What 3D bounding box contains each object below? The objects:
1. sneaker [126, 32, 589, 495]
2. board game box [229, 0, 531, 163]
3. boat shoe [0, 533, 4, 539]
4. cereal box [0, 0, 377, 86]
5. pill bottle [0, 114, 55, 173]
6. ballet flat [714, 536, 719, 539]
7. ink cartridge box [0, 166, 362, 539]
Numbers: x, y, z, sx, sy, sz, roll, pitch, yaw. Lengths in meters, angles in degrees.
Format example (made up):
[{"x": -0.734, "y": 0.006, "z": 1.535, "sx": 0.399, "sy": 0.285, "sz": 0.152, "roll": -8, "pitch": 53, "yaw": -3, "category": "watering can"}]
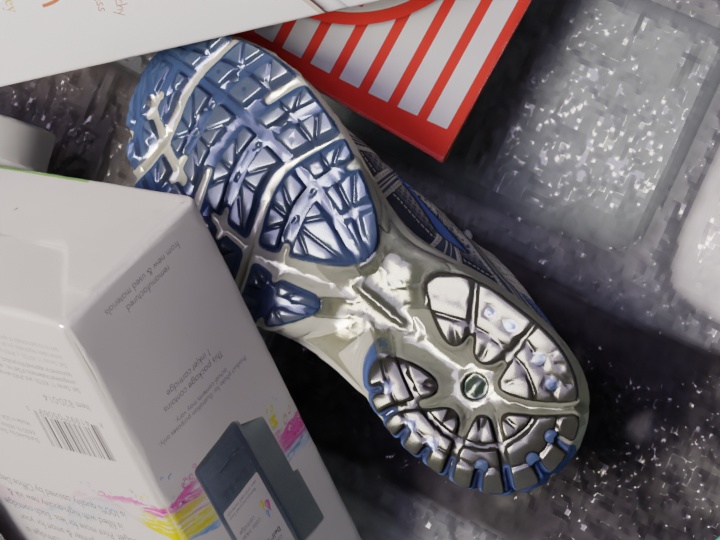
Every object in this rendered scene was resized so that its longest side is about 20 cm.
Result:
[{"x": 0.000, "y": 0.000, "z": 0.892, "sx": 0.077, "sy": 0.085, "sz": 0.200, "roll": -46, "pitch": 75, "yaw": 11, "category": "sneaker"}, {"x": 0.013, "y": -0.161, "z": 0.911, "sx": 0.151, "sy": 0.046, "sz": 0.201, "roll": 28, "pitch": 97, "yaw": 1, "category": "board game box"}, {"x": -0.137, "y": 0.119, "z": 0.922, "sx": 0.074, "sy": 0.202, "sz": 0.065, "roll": -12, "pitch": 34, "yaw": 39, "category": "boat shoe"}, {"x": -0.092, "y": -0.139, "z": 0.857, "sx": 0.198, "sy": 0.040, "sz": 0.145, "roll": -13, "pitch": 115, "yaw": 6, "category": "cereal box"}, {"x": -0.178, "y": 0.035, "z": 0.988, "sx": 0.112, "sy": 0.112, "sz": 0.202, "roll": 15, "pitch": 88, "yaw": 33, "category": "pill bottle"}, {"x": 0.084, "y": 0.146, "z": 0.839, "sx": 0.200, "sy": 0.068, "sz": 0.069, "roll": -39, "pitch": 72, "yaw": 30, "category": "ballet flat"}, {"x": -0.074, "y": 0.067, "z": 0.897, "sx": 0.117, "sy": 0.201, "sz": 0.067, "roll": 11, "pitch": 46, "yaw": 43, "category": "ink cartridge box"}]
